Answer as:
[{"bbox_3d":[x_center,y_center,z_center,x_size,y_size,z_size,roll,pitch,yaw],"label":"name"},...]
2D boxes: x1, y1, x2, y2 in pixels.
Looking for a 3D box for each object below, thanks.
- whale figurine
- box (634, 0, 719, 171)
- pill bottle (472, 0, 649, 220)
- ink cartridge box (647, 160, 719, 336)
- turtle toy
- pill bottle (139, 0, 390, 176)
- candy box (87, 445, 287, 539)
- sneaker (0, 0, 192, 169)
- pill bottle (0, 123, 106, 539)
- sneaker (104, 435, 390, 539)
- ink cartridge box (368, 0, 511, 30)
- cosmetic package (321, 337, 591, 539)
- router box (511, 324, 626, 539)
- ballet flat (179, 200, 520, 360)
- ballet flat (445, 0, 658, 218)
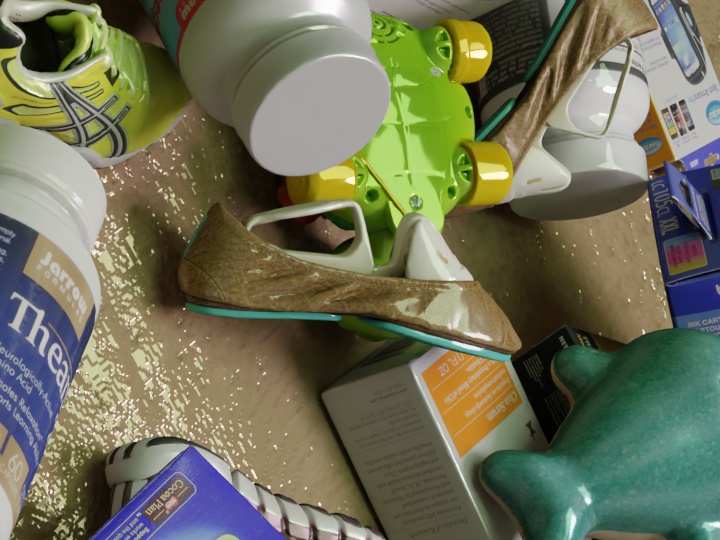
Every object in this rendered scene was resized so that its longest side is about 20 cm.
[{"bbox_3d":[0.165,0.102,1.323,0.199,0.104,0.160,-17,66,-36],"label":"whale figurine"},{"bbox_3d":[0.220,-0.161,1.727,0.119,0.041,0.202,-25,96,-55],"label":"box"},{"bbox_3d":[0.132,-0.144,1.536,0.115,0.115,0.202,15,63,-49],"label":"pill bottle"},{"bbox_3d":[0.236,0.023,1.463,0.137,0.076,0.201,-87,163,-60],"label":"ink cartridge box"},{"bbox_3d":[0.006,-0.060,1.340,0.145,0.101,0.202,-2,77,-29],"label":"turtle toy"},{"bbox_3d":[-0.060,-0.148,1.231,0.108,0.109,0.201,21,30,-46],"label":"pill bottle"},{"bbox_3d":[-0.070,0.212,1.042,0.200,0.077,0.169,45,54,4],"label":"candy box"},{"bbox_3d":[-0.147,-0.099,1.180,0.199,0.076,0.076,-2,73,-56],"label":"sneaker"},{"bbox_3d":[-0.182,0.032,1.039,0.111,0.110,0.201,45,42,-29],"label":"pill bottle"},{"bbox_3d":[-0.058,0.174,1.178,0.199,0.075,0.116,28,56,-29],"label":"sneaker"},{"bbox_3d":[0.083,-0.253,1.452,0.084,0.199,0.146,20,57,-46],"label":"ink cartridge box"},{"bbox_3d":[0.066,0.135,1.351,0.101,0.071,0.201,-35,103,-54],"label":"cosmetic package"},{"bbox_3d":[0.187,0.141,1.459,0.157,0.052,0.201,17,43,-59],"label":"router box"},{"bbox_3d":[0.000,0.000,1.255,0.198,0.068,0.073,10,93,-13],"label":"ballet flat"},{"bbox_3d":[0.119,-0.097,1.443,0.072,0.201,0.068,36,0,-1],"label":"ballet flat"}]
